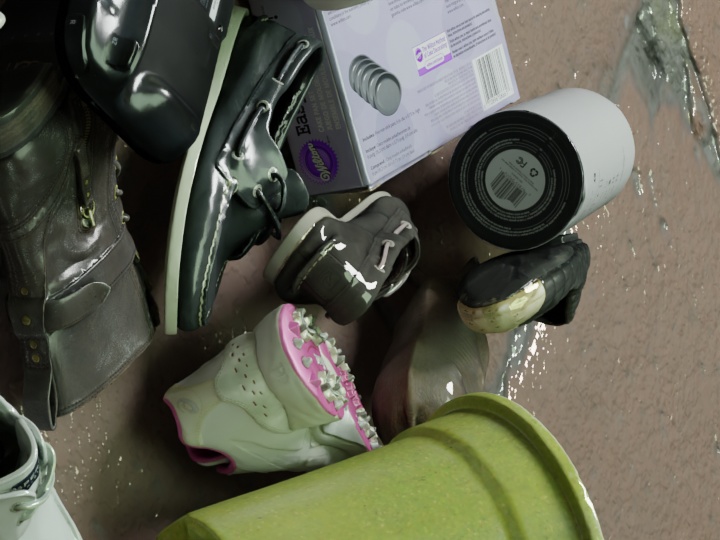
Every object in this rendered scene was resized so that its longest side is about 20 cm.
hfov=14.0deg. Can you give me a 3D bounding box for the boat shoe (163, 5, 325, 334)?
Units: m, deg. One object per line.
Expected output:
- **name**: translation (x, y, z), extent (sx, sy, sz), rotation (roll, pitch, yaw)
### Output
- **boat shoe**: translation (-0.057, -0.049, 1.500), extent (0.075, 0.066, 0.200), rotation (100, 1, -49)

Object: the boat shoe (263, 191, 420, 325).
- **boat shoe**: translation (0.000, 0.000, 1.574), extent (0.057, 0.067, 0.200), rotation (40, 12, 8)

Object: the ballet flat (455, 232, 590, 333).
- **ballet flat**: translation (0.100, 0.015, 1.671), extent (0.200, 0.066, 0.057), rotation (-25, 105, -73)

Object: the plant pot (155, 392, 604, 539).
- **plant pot**: translation (-0.002, 0.173, 1.471), extent (0.183, 0.200, 0.202), rotation (-7, 93, -30)

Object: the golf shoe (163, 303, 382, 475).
- **golf shoe**: translation (-0.046, 0.074, 1.541), extent (0.076, 0.091, 0.200), rotation (66, 4, 21)

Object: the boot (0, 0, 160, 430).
- **boot**: translation (-0.134, -0.040, 1.425), extent (0.200, 0.069, 0.175), rotation (-53, 136, -45)

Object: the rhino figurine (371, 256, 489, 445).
- **rhino figurine**: translation (0.046, 0.054, 1.669), extent (0.200, 0.059, 0.088), rotation (-76, 153, -59)

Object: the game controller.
- **game controller**: translation (-0.094, -0.152, 1.394), extent (0.104, 0.042, 0.201), rotation (55, 39, -50)

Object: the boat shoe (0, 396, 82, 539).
- **boat shoe**: translation (-0.172, 0.095, 1.323), extent (0.200, 0.066, 0.074), rotation (46, 40, -44)

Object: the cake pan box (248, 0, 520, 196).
- **cake pan box**: translation (0.011, -0.157, 1.657), extent (0.200, 0.052, 0.185), rotation (-34, 113, -54)

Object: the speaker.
- **speaker**: translation (0.111, -0.062, 1.731), extent (0.200, 0.081, 0.082), rotation (-29, 112, -74)

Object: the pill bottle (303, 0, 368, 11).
- **pill bottle**: translation (-0.023, -0.242, 1.498), extent (0.201, 0.109, 0.109), rotation (62, 38, -16)

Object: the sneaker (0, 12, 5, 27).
- **sneaker**: translation (-0.206, -0.186, 1.281), extent (0.075, 0.099, 0.201), rotation (-34, 114, -51)
